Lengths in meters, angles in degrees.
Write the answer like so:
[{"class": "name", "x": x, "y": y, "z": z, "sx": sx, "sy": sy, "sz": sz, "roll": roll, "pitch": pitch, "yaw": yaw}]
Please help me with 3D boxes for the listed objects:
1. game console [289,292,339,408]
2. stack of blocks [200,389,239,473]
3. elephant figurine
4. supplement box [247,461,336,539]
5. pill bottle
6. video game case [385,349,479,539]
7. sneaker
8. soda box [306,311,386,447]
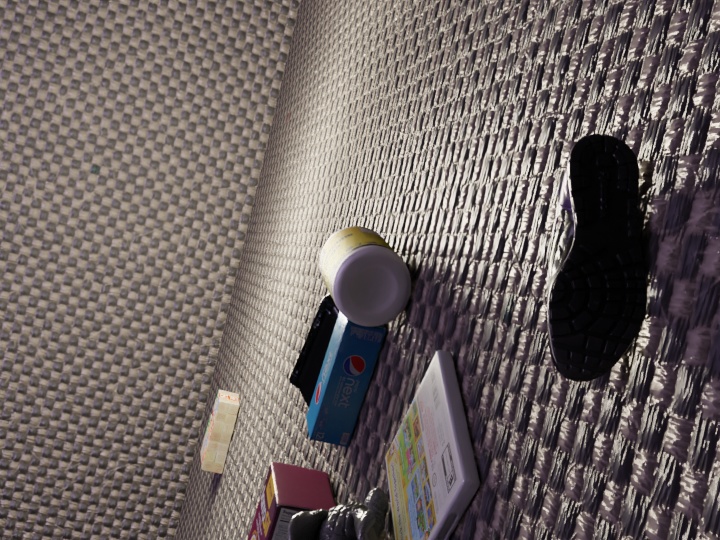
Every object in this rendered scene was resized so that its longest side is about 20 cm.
[{"class": "game console", "x": -0.034, "y": 0.133, "z": 1.615, "sx": 0.176, "sy": 0.116, "sz": 0.202, "roll": -45, "pitch": -17, "yaw": -52}, {"class": "stack of blocks", "x": -0.384, "y": 0.433, "z": 2.645, "sx": 0.115, "sy": 0.058, "sz": 0.203, "roll": -127, "pitch": 51, "yaw": -73}, {"class": "elephant figurine", "x": -0.020, "y": 0.327, "z": 1.117, "sx": 0.156, "sy": 0.139, "sz": 0.203, "roll": 116, "pitch": 159, "yaw": -58}, {"class": "supplement box", "x": -0.112, "y": 0.419, "z": 1.479, "sx": 0.131, "sy": 0.102, "sz": 0.203, "roll": -119, "pitch": 44, "yaw": -71}, {"class": "pill bottle", "x": 0.000, "y": 0.000, "z": 1.407, "sx": 0.200, "sy": 0.111, "sz": 0.114, "roll": -127, "pitch": 52, "yaw": -72}, {"class": "video game case", "x": 0.075, "y": 0.222, "z": 1.086, "sx": 0.201, "sy": 0.023, "sz": 0.184, "roll": -98, "pitch": 25, "yaw": -54}, {"class": "sneaker", "x": 0.187, "y": -0.001, "z": 0.790, "sx": 0.088, "sy": 0.074, "sz": 0.203, "roll": 99, "pitch": -177, "yaw": -69}, {"class": "soda box", "x": -0.023, "y": 0.158, "z": 1.453, "sx": 0.068, "sy": 0.063, "sz": 0.203, "roll": -110, "pitch": 36, "yaw": -67}]
